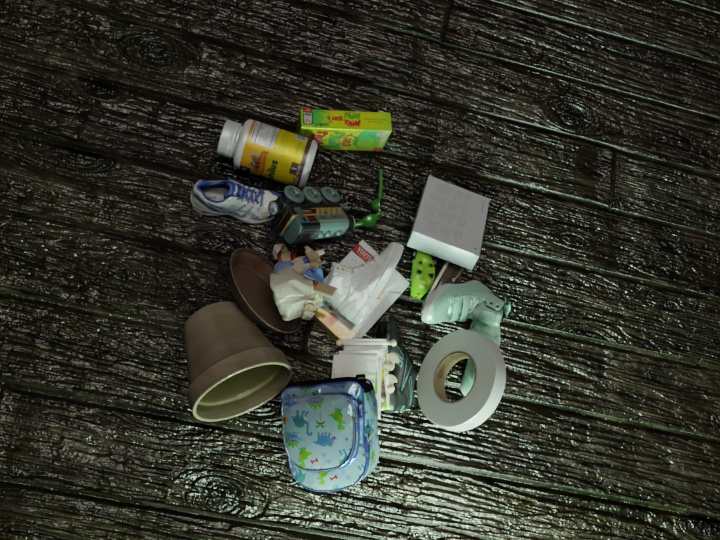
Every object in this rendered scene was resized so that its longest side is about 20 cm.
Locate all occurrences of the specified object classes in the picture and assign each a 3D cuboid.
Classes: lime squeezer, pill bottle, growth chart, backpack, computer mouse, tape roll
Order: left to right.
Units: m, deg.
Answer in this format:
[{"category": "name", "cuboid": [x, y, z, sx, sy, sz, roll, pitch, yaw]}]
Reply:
[{"category": "pill bottle", "cuboid": [-0.199, -0.255, 1.494, 0.199, 0.109, 0.110, 17, 71, -6]}, {"category": "computer mouse", "cuboid": [-0.190, -0.055, 1.476, 0.059, 0.034, 0.200, 37, 70, 0]}, {"category": "backpack", "cuboid": [-0.061, 0.310, 1.314, 0.182, 0.147, 0.201, -7, 89, 16]}, {"category": "growth chart", "cuboid": [0.001, 0.230, 1.394, 0.144, 0.018, 0.201, 7, 83, 12]}, {"category": "lime squeezer", "cuboid": [0.017, -0.136, 1.550, 0.070, 0.038, 0.200, 25, 68, 30]}, {"category": "tape roll", "cuboid": [0.199, 0.218, 1.395, 0.037, 0.202, 0.204, 28, 66, -37]}]

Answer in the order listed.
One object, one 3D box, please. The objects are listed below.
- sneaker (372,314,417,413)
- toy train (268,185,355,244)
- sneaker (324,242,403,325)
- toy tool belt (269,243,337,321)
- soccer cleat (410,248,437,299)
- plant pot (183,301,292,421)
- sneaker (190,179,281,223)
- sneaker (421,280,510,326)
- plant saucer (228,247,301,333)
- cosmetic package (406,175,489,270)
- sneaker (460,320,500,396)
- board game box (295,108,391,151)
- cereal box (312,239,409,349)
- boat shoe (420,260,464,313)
[{"category": "sneaker", "cuboid": [0.072, 0.193, 1.446, 0.079, 0.075, 0.201, 1, 80, -25]}, {"category": "toy train", "cuboid": [-0.097, -0.112, 1.447, 0.199, 0.085, 0.114, -6, 56, -47]}, {"category": "sneaker", "cuboid": [0.000, 0.000, 1.436, 0.115, 0.074, 0.201, 34, 70, -2]}, {"category": "toy tool belt", "cuboid": [-0.107, 0.012, 1.394, 0.122, 0.200, 0.125, -14, 120, 4]}, {"category": "soccer cleat", "cuboid": [0.139, -0.028, 1.523, 0.067, 0.081, 0.201, 19, 49, -3]}, {"category": "plant pot", "cuboid": [-0.254, 0.162, 1.328, 0.199, 0.200, 0.174, -22, 63, -17]}, {"category": "sneaker", "cuboid": [-0.255, -0.148, 1.462, 0.199, 0.088, 0.076, 0, 71, -13]}, {"category": "sneaker", "cuboid": [0.224, 0.078, 1.429, 0.200, 0.074, 0.118, -17, 35, -40]}, {"category": "plant saucer", "cuboid": [-0.197, 0.047, 1.386, 0.037, 0.200, 0.201, -36, 82, 20]}, {"category": "cosmetic package", "cuboid": [0.195, -0.107, 1.519, 0.150, 0.052, 0.201, 19, 46, 1]}, {"category": "sneaker", "cuboid": [0.270, 0.165, 1.461, 0.073, 0.118, 0.202, 17, 71, -6]}, {"category": "board game box", "cuboid": [-0.040, -0.310, 1.548, 0.199, 0.102, 0.048, 0, 75, -12]}, {"category": "cereal box", "cuboid": [-0.011, 0.052, 1.478, 0.144, 0.040, 0.200, 42, 70, 3]}, {"category": "boat shoe", "cuboid": [0.195, 0.017, 1.514, 0.060, 0.072, 0.202, 29, 67, 2]}]
